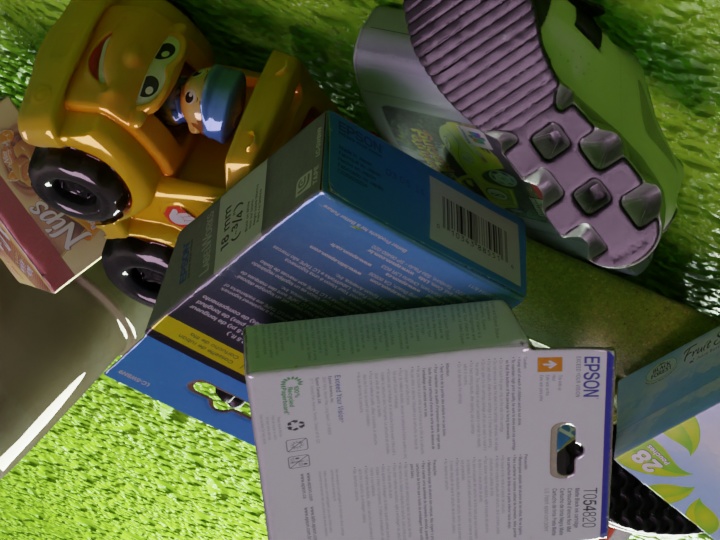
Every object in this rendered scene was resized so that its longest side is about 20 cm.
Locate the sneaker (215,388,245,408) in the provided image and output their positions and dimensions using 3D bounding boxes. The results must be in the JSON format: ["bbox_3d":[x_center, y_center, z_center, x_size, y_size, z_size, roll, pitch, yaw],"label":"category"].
[{"bbox_3d":[-0.014,0.091,1.924,0.199,0.091,0.066,21,168,19],"label":"sneaker"}]

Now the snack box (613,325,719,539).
[{"bbox_3d":[0.268,0.102,1.565,0.168,0.068,0.200,-31,123,33],"label":"snack box"}]

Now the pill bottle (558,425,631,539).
[{"bbox_3d":[0.088,0.108,1.823,0.200,0.113,0.112,29,159,-8],"label":"pill bottle"}]

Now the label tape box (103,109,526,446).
[{"bbox_3d":[-0.027,0.013,1.544,0.144,0.063,0.200,28,133,-29],"label":"label tape box"}]

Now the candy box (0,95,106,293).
[{"bbox_3d":[-0.222,-0.049,1.792,0.116,0.055,0.200,53,170,-9],"label":"candy box"}]

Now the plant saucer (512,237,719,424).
[{"bbox_3d":[0.113,0.038,1.662,0.199,0.048,0.200,23,167,-4],"label":"plant saucer"}]

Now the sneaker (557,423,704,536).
[{"bbox_3d":[0.210,0.131,1.714,0.199,0.071,0.093,-1,168,-10],"label":"sneaker"}]

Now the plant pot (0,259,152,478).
[{"bbox_3d":[-0.271,0.051,2.036,0.199,0.174,0.200,23,160,9],"label":"plant pot"}]

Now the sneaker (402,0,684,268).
[{"bbox_3d":[0.093,-0.101,1.393,0.074,0.089,0.200,-26,102,35],"label":"sneaker"}]

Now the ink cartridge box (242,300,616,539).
[{"bbox_3d":[0.040,0.092,1.560,0.199,0.041,0.200,-4,142,0],"label":"ink cartridge box"}]

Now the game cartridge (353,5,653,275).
[{"bbox_3d":[0.075,-0.069,1.536,0.133,0.041,0.200,18,157,33],"label":"game cartridge"}]

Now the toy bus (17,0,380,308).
[{"bbox_3d":[-0.069,-0.066,1.587,0.191,0.136,0.200,3,147,35],"label":"toy bus"}]
